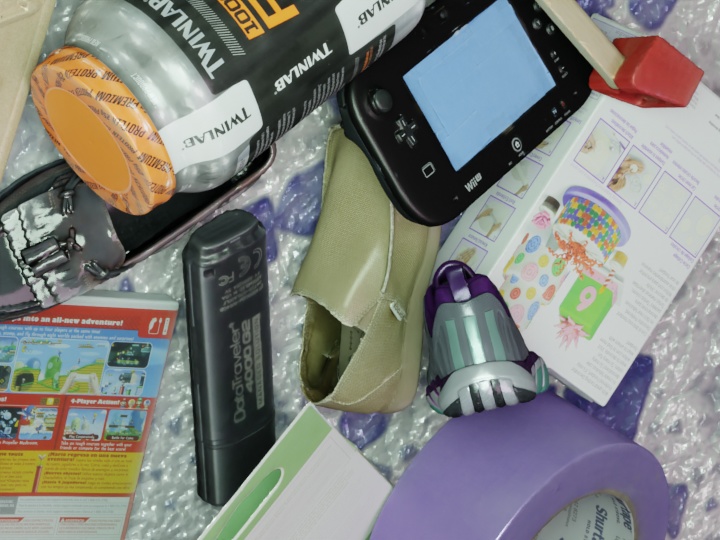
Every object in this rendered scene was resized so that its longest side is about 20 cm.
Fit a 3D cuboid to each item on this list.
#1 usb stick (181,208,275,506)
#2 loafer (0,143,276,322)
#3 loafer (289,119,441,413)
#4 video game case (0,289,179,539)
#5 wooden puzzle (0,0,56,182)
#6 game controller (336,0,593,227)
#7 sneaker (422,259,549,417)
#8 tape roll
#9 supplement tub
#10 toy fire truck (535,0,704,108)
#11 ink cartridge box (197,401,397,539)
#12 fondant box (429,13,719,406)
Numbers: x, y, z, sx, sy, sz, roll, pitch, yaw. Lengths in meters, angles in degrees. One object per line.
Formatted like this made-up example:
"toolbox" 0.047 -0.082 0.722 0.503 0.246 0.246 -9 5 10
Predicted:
"usb stick" -0.075 0.054 1.634 0.055 0.033 0.201 -28 137 -29
"loafer" -0.134 -0.034 1.553 0.199 0.063 0.072 -30 103 -25
"loafer" 0.000 0.000 1.664 0.067 0.076 0.201 -19 119 -35
"video game case" -0.186 0.107 1.614 0.142 0.017 0.201 4 107 -36
"wooden puzzle" -0.250 -0.123 1.456 0.185 0.046 0.201 11 107 -38
"game controller" 0.064 -0.106 1.635 0.105 0.042 0.200 53 48 -5
"sneaker" 0.070 0.036 1.663 0.074 0.200 0.088 -12 89 -2
"tape roll" 0.097 0.178 1.774 0.200 0.085 0.201 -30 135 -35
"supplement tub" -0.071 -0.125 1.517 0.200 0.122 0.123 -41 128 -24
"toy fire truck" 0.131 -0.197 1.651 0.199 0.049 0.142 31 78 -26
"ink cartridge box" -0.059 0.149 1.656 0.146 0.048 0.200 -51 153 -6
"fondant box" 0.148 -0.037 1.766 0.144 0.058 0.201 35 86 -39
